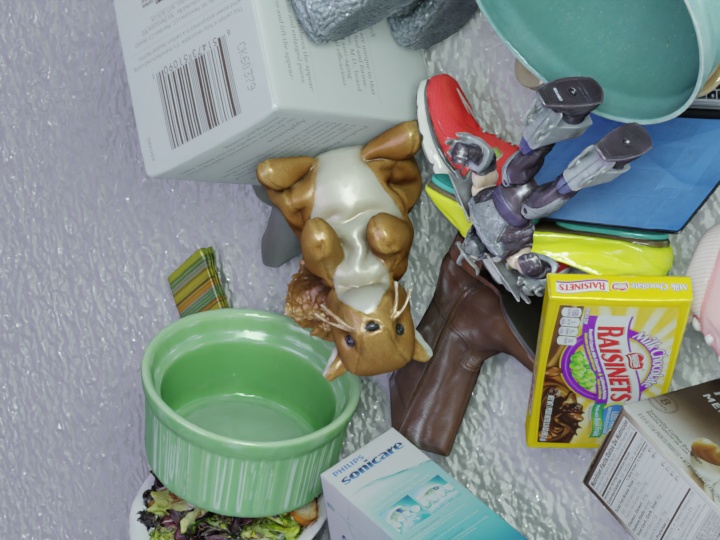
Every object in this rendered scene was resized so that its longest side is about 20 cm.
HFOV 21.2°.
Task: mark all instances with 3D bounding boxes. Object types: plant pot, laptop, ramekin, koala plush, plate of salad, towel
[{"bbox_3d":[0.183,-0.217,1.278,0.200,0.134,0.201,36,155,20],"label":"plant pot"},{"bbox_3d":[0.194,-0.140,1.381,0.186,0.115,0.202,9,104,49],"label":"laptop"},{"bbox_3d":[-0.104,0.131,1.737,0.200,0.199,0.098,41,134,38],"label":"ramekin"},{"bbox_3d":[0.028,-0.306,1.522,0.183,0.177,0.201,-35,70,35],"label":"koala plush"},{"bbox_3d":[-0.122,0.208,1.775,0.200,0.199,0.048,32,149,42],"label":"plate of salad"},{"bbox_3d":[-0.140,0.083,1.907,0.086,0.018,0.202,-36,70,53],"label":"towel"}]

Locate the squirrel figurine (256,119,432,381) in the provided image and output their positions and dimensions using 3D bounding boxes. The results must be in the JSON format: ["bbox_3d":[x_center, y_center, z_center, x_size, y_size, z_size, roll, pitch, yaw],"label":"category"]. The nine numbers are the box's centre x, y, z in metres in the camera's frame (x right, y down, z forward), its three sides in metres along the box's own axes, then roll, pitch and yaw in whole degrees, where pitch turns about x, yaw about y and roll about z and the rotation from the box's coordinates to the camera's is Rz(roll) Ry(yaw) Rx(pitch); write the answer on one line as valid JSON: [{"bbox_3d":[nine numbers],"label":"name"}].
[{"bbox_3d":[0.000,0.000,1.611,0.200,0.140,0.188,109,146,-76],"label":"squirrel figurine"}]

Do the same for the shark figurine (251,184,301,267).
[{"bbox_3d":[-0.072,-0.103,1.735,0.128,0.089,0.217,6,104,48],"label":"shark figurine"}]

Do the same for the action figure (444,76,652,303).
[{"bbox_3d":[0.115,-0.056,1.348,0.131,0.069,0.200,53,141,11],"label":"action figure"}]

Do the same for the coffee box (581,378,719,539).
[{"bbox_3d":[0.269,0.178,1.355,0.200,0.114,0.080,49,131,34],"label":"coffee box"}]

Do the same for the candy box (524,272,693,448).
[{"bbox_3d":[0.178,0.069,1.398,0.201,0.101,0.027,90,178,-54],"label":"candy box"}]

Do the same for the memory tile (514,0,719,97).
[{"bbox_3d":[0.199,-0.197,1.387,0.199,0.017,0.155,9,76,49],"label":"memory tile"}]

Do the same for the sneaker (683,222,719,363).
[{"bbox_3d":[0.281,0.056,1.349,0.104,0.075,0.202,-5,90,52],"label":"sneaker"}]

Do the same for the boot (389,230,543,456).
[{"bbox_3d":[0.095,0.095,1.586,0.187,0.064,0.201,58,134,44],"label":"boot"}]

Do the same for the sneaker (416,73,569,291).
[{"bbox_3d":[0.116,-0.080,1.538,0.085,0.077,0.201,-36,73,27],"label":"sneaker"}]

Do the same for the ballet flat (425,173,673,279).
[{"bbox_3d":[0.138,-0.018,1.458,0.198,0.067,0.068,15,107,15],"label":"ballet flat"}]

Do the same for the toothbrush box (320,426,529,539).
[{"bbox_3d":[0.062,0.251,1.605,0.200,0.085,0.147,35,145,41],"label":"toothbrush box"}]

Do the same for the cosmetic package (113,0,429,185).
[{"bbox_3d":[-0.070,-0.175,1.600,0.164,0.199,0.167,-23,74,39],"label":"cosmetic package"}]
